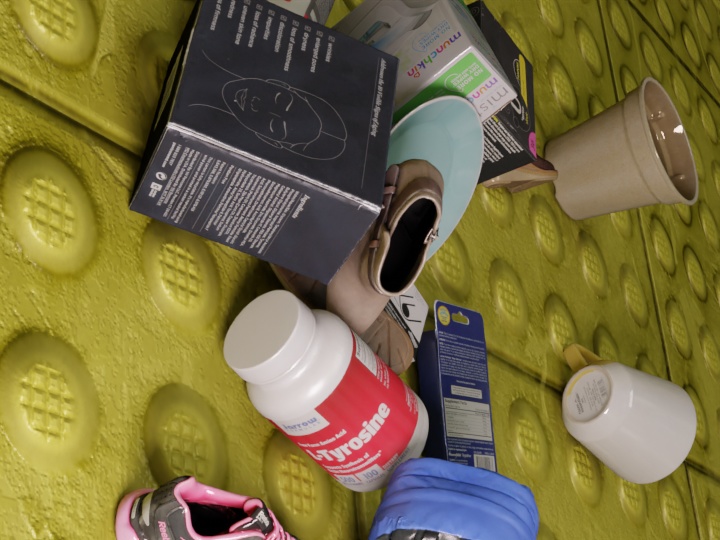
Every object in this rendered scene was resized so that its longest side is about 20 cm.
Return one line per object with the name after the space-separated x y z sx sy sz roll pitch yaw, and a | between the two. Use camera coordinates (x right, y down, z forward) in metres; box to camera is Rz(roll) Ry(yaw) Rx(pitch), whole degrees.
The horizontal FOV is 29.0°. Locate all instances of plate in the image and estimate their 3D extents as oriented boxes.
0.050 -0.083 1.372 0.200 0.025 0.201 -34 140 -34 | plate

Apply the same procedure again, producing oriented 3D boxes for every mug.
0.337 0.190 1.889 0.153 0.186 0.150 29 80 -39 | mug

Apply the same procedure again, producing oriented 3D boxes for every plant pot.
0.388 -0.166 2.113 0.200 0.182 0.202 37 43 -44 | plant pot

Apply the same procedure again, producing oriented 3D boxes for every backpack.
0.078 0.259 1.264 0.168 0.161 0.201 -75 170 -48 | backpack

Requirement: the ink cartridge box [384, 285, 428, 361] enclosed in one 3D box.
0.000 0.000 1.472 0.201 0.044 0.094 55 30 -26 | ink cartridge box

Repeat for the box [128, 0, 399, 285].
-0.082 -0.125 1.246 0.195 0.124 0.201 20 48 -14 | box

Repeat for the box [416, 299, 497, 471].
0.108 0.140 1.567 0.121 0.032 0.202 17 67 -56 | box

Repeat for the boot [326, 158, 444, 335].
0.019 -0.008 1.239 0.070 0.201 0.146 14 16 -11 | boot

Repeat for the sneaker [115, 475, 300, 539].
-0.088 0.214 1.084 0.199 0.095 0.079 27 43 -27 | sneaker

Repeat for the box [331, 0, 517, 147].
0.038 -0.194 1.451 0.097 0.199 0.177 39 22 -41 | box

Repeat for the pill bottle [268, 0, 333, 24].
-0.084 -0.277 1.413 0.111 0.110 0.201 53 33 -28 | pill bottle

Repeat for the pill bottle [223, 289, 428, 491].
-0.032 0.109 1.276 0.200 0.112 0.113 46 37 -37 | pill bottle

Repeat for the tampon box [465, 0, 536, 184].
0.083 -0.178 1.567 0.126 0.199 0.151 42 40 -41 | tampon box

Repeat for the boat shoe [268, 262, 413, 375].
-0.034 0.033 1.376 0.200 0.072 0.072 46 58 -4 | boat shoe

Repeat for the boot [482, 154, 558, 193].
0.202 -0.196 1.920 0.199 0.072 0.168 -2 77 -57 | boot
